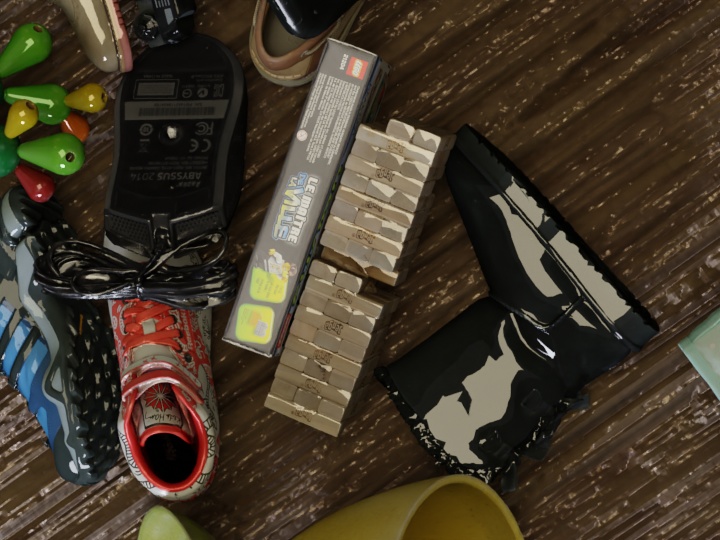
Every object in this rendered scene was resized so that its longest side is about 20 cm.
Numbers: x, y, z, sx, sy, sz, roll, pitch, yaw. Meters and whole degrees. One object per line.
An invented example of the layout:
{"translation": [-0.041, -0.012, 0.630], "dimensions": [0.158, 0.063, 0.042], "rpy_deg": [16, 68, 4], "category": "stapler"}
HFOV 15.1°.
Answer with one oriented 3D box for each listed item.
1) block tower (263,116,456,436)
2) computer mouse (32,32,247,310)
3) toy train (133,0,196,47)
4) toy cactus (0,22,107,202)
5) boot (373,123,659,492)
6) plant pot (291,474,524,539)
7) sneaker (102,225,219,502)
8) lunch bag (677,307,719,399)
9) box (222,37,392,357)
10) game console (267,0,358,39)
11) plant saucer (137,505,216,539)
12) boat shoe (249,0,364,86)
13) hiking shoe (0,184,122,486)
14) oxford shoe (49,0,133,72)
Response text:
{"translation": [0.000, 0.000, 1.717], "dimensions": [0.054, 0.058, 0.201], "rpy_deg": [22, 99, 11], "category": "block tower"}
{"translation": [-0.124, -0.059, 1.746], "dimensions": [0.137, 0.053, 0.201], "rpy_deg": [4, 63, 15], "category": "computer mouse"}
{"translation": [-0.144, -0.243, 1.734], "dimensions": [0.046, 0.034, 0.201], "rpy_deg": [-10, 101, 29], "category": "toy train"}
{"translation": [-0.264, -0.099, 1.753], "dimensions": [0.165, 0.102, 0.200], "rpy_deg": [-43, 69, -11], "category": "toy cactus"}
{"translation": [0.077, 0.028, 1.741], "dimensions": [0.162, 0.073, 0.198], "rpy_deg": [-42, 84, 10], "category": "boot"}
{"translation": [0.006, 0.230, 1.701], "dimensions": [0.141, 0.200, 0.202], "rpy_deg": [-4, 89, 32], "category": "plant pot"}
{"translation": [-0.127, 0.049, 1.737], "dimensions": [0.067, 0.108, 0.203], "rpy_deg": [-8, 90, -1], "category": "sneaker"}
{"translation": [0.315, 0.073, 1.687], "dimensions": [0.170, 0.122, 0.200], "rpy_deg": [-37, 92, 6], "category": "lunch bag"}
{"translation": [-0.032, -0.045, 1.730], "dimensions": [0.035, 0.110, 0.201], "rpy_deg": [20, 91, 6], "category": "box"}
{"translation": [-0.036, -0.276, 1.708], "dimensions": [0.200, 0.116, 0.176], "rpy_deg": [-44, 123, -19], "category": "game console"}
{"translation": [-0.099, 0.245, 1.706], "dimensions": [0.031, 0.200, 0.202], "rpy_deg": [-8, 89, -20], "category": "plant saucer"}
{"translation": [-0.012, -0.212, 1.747], "dimensions": [0.075, 0.072, 0.201], "rpy_deg": [23, 92, 6], "category": "boat shoe"}
{"translation": [-0.214, 0.047, 1.778], "dimensions": [0.086, 0.074, 0.201], "rpy_deg": [-18, 86, 26], "category": "hiking shoe"}
{"translation": [-0.215, -0.203, 1.763], "dimensions": [0.074, 0.071, 0.201], "rpy_deg": [-29, 75, -14], "category": "oxford shoe"}
